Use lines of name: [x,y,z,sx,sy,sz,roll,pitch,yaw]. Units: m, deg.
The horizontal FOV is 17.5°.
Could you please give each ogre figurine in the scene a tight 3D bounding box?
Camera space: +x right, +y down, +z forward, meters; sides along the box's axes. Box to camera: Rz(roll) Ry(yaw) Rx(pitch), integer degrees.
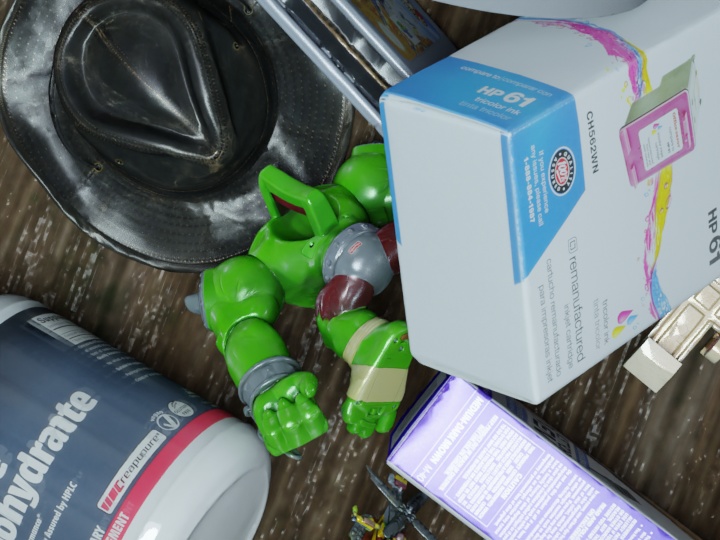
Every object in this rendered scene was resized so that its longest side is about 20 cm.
ogre figurine: [0.000,0.000,1.193,0.120,0.098,0.200,36,85,35]

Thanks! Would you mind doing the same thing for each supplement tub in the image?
supplement tub: [-0.159,0.099,1.188,0.200,0.140,0.140,28,95,16]

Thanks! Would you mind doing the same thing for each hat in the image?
hat: [-0.100,-0.096,1.215,0.200,0.081,0.201,0,94,2]

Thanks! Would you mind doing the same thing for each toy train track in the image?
toy train track: [0.211,-0.019,1.227,0.115,0.033,0.200,39,94,0]

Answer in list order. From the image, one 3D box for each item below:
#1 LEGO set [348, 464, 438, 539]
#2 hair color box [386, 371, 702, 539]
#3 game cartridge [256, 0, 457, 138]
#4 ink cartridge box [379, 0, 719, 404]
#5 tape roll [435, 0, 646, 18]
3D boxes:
LEGO set: [0.043,0.202,1.182,0.200,0.154,0.116,44,124,1]
hair color box: [0.110,0.129,1.205,0.200,0.109,0.065,39,93,0]
game cartridge: [-0.010,-0.136,1.180,0.042,0.133,0.200,-42,92,21]
ink cartridge box: [0.112,-0.050,1.126,0.085,0.200,0.145,18,128,40]
tape roll: [0.051,-0.188,1.109,0.200,0.200,0.066,15,116,2]
